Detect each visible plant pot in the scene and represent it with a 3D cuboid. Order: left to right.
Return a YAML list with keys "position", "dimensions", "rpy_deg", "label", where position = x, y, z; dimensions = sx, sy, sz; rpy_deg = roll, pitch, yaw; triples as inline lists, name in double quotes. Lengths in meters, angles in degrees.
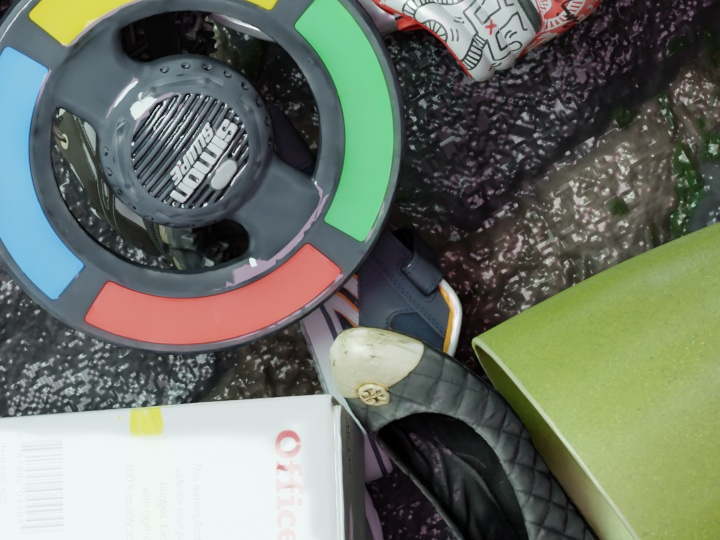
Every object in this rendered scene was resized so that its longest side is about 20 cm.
- position: [0.186, 0.050, 1.295]
  dimensions: [0.200, 0.187, 0.187]
  rpy_deg: [-35, 84, -3]
  label: "plant pot"

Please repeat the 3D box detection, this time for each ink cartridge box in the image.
- position: [-0.098, 0.141, 1.307]
  dimensions: [0.200, 0.083, 0.145]
  rpy_deg: [-4, 76, 10]
  label: "ink cartridge box"

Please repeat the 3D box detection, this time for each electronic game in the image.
- position: [-0.078, -0.057, 1.263]
  dimensions: [0.200, 0.042, 0.200]
  rpy_deg: [-3, 108, -10]
  label: "electronic game"

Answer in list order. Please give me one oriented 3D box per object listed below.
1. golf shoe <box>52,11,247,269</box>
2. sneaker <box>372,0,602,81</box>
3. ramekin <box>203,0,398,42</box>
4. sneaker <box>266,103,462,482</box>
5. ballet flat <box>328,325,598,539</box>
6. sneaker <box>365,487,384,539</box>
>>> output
- position: [-0.115, -0.078, 1.348]
  dimensions: [0.094, 0.200, 0.078]
  rpy_deg: [18, 50, 27]
  label: "golf shoe"
- position: [0.026, -0.182, 1.272]
  dimensions: [0.108, 0.067, 0.201]
  rpy_deg: [-39, 87, 6]
  label: "sneaker"
- position: [-0.014, -0.205, 1.361]
  dimensions: [0.202, 0.094, 0.203]
  rpy_deg: [0, 91, 12]
  label: "ramekin"
- position: [0.000, 0.000, 1.358]
  dimensions: [0.079, 0.078, 0.200]
  rpy_deg: [-22, 111, -1]
  label: "sneaker"
- position: [0.052, 0.101, 1.327]
  dimensions: [0.066, 0.057, 0.200]
  rpy_deg: [-18, 123, 40]
  label: "ballet flat"
- position: [-0.022, 0.155, 1.368]
  dimensions: [0.075, 0.082, 0.200]
  rpy_deg: [-34, 85, 18]
  label: "sneaker"
